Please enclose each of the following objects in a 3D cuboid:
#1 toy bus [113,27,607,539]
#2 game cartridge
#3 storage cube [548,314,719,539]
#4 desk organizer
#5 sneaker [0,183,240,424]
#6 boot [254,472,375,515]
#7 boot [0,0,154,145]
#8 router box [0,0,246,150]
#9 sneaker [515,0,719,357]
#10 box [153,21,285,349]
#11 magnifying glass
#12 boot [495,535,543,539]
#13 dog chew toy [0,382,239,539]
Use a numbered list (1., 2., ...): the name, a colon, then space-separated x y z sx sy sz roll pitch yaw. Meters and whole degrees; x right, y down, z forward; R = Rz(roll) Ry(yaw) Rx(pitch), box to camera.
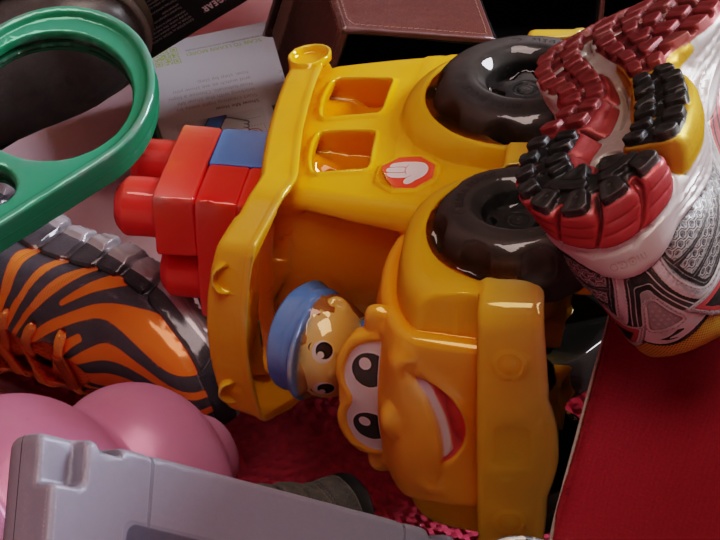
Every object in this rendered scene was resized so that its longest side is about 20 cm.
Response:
1. toy bus: 0.000 0.000 1.086 0.191 0.136 0.200 4 35 5
2. game cartridge: -0.041 0.139 0.970 0.041 0.200 0.134 -9 69 45
3. storage cube: 0.166 0.103 1.010 0.179 0.171 0.200 9 46 12
4. desk organizer: 0.067 -0.098 1.243 0.199 0.072 0.077 2 44 -19
5. sneaker: -0.142 0.033 1.172 0.112 0.078 0.200 -39 46 -25
6. boot: -0.046 0.164 1.019 0.130 0.068 0.201 13 77 -37
7. boot: -0.171 -0.026 1.134 0.181 0.073 0.200 -20 31 16
8. router box: -0.103 -0.146 1.271 0.200 0.052 0.157 -26 29 40
9. sneaker: 0.103 -0.038 0.995 0.078 0.082 0.200 -19 23 25
10. box: -0.010 -0.036 1.253 0.144 0.036 0.200 -12 45 -9
11. magnifying glass: -0.141 -0.023 1.082 0.079 0.022 0.200 20 58 15
12. boot: 0.036 0.176 0.898 0.154 0.204 0.073 -21 14 44
13. dog chew toy: -0.132 0.102 1.067 0.200 0.125 0.125 -23 48 -29
